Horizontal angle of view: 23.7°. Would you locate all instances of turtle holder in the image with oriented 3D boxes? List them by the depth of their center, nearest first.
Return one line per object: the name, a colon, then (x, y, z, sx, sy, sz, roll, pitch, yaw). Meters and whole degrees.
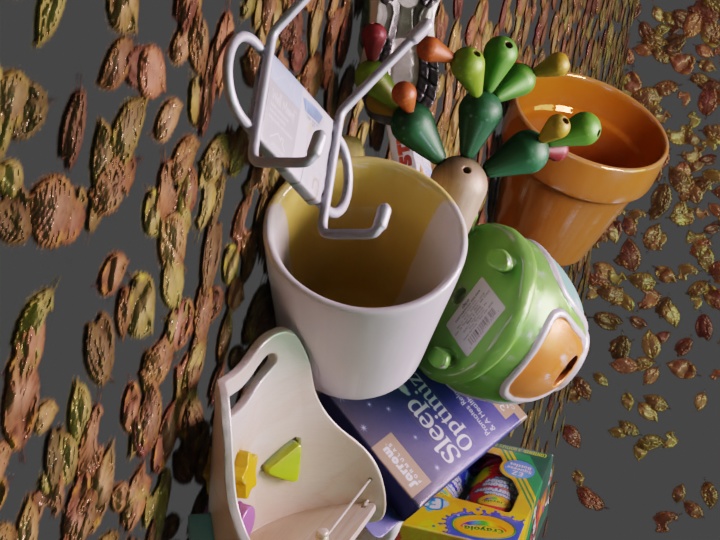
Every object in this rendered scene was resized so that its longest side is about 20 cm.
turtle holder: (0.104, 0.039, 1.408, 0.132, 0.185, 0.141, 28, 76, -31)

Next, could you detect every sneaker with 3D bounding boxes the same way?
sneaker: (0.026, -0.217, 1.398, 0.089, 0.077, 0.201, -167, -92, -73)

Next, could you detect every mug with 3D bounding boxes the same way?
mug: (0.005, 0.007, 1.309, 0.153, 0.149, 0.187, 97, 19, -50)

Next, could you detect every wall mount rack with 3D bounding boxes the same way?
wall mount rack: (-0.016, -0.123, 1.173, 0.200, 0.074, 0.174, 46, 49, -57)

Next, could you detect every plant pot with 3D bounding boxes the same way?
plant pot: (0.251, -0.113, 2.111, 0.200, 0.200, 0.184, -59, 172, -53)

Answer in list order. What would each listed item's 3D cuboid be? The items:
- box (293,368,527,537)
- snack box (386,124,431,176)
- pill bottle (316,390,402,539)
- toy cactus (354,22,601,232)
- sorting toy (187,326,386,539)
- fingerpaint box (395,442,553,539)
box: (0.041, 0.122, 1.401, 0.200, 0.121, 0.032, -33, 171, -45)
snack box: (0.052, -0.057, 1.524, 0.072, 0.024, 0.201, 14, 67, -77)
pill bottle: (0.009, 0.135, 1.472, 0.200, 0.113, 0.113, -63, 159, -45)
toy cactus: (0.080, -0.104, 1.335, 0.102, 0.200, 0.165, -143, -114, -68)
sorting toy: (-0.069, 0.143, 1.228, 0.200, 0.107, 0.180, -45, 135, -59)
fingerpaint box: (0.059, 0.214, 1.554, 0.167, 0.200, 0.074, -52, 150, -59)
